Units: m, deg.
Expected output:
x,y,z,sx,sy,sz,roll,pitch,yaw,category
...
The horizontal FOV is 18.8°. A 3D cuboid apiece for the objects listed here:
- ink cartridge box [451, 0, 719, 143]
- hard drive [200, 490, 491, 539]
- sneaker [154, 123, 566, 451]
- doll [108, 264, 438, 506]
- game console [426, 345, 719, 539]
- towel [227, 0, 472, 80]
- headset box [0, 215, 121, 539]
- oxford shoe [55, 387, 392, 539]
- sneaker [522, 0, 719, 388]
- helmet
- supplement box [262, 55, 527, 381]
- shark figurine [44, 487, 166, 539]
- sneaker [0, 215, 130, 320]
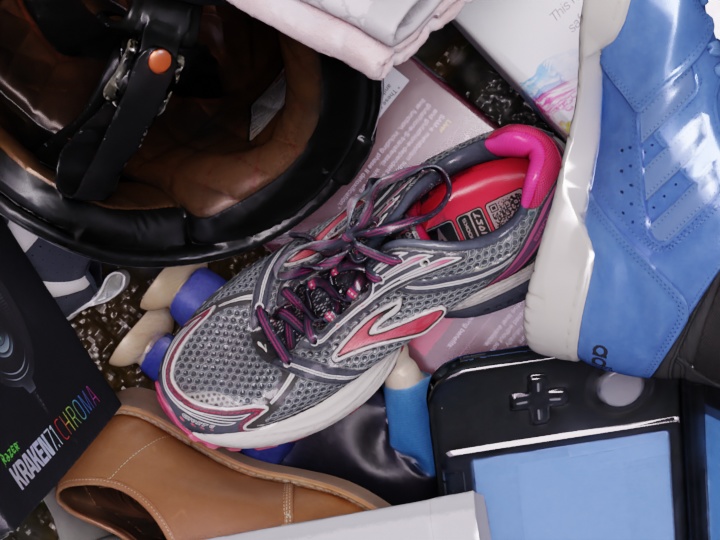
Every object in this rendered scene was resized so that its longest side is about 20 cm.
x,y,z,sx,sy,sz,roll,pitch,yaw,category
0.138,-0.105,0.917,0.145,0.145,0.200,-43,87,6,ink cartridge box
-0.037,0.173,0.892,0.199,0.026,0.132,-12,77,13,hard drive
0.000,0.000,0.895,0.200,0.075,0.081,-33,69,1,sneaker
-0.013,0.070,0.971,0.200,0.048,0.137,37,128,4,doll
0.126,0.135,0.896,0.170,0.118,0.201,-9,118,-2,game console
-0.012,-0.171,0.799,0.191,0.032,0.200,32,52,17,towel
-0.204,0.015,0.875,0.093,0.174,0.200,-30,96,13,headset box
-0.044,0.124,0.950,0.200,0.071,0.071,21,135,20,oxford shoe
0.134,-0.053,0.804,0.111,0.077,0.201,14,100,15,sneaker
-0.095,-0.115,0.885,0.200,0.200,0.191,-36,49,5,helmet
0.053,-0.004,0.970,0.200,0.061,0.109,40,96,4,supplement box
-0.153,0.178,0.984,0.128,0.089,0.215,44,93,5,shark figurine
-0.167,-0.060,0.983,0.129,0.079,0.200,-18,89,5,sneaker
